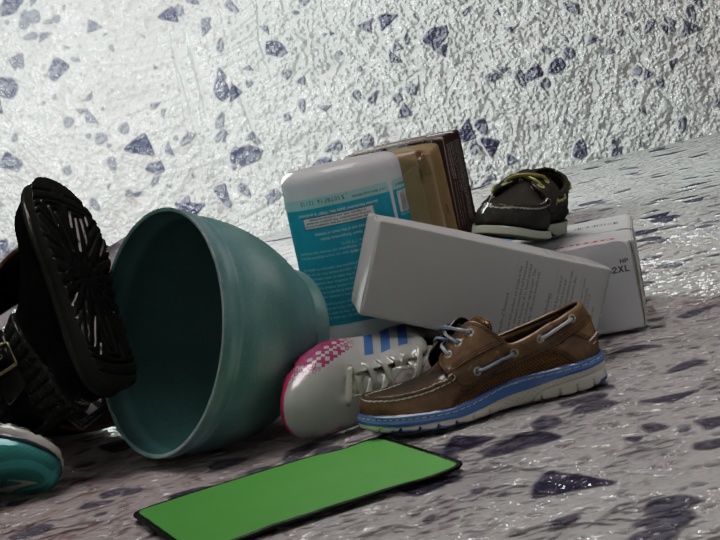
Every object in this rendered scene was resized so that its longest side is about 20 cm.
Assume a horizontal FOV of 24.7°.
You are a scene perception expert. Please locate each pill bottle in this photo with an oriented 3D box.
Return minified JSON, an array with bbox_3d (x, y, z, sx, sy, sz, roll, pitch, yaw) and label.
[{"bbox_3d":[0.000,0.000,1.483,0.110,0.201,0.111,-12,5,1],"label":"pill bottle"}]

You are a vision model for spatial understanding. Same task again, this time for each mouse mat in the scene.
[{"bbox_3d":[-0.046,0.150,1.125,0.199,0.008,0.161,-14,6,-20],"label":"mouse mat"}]

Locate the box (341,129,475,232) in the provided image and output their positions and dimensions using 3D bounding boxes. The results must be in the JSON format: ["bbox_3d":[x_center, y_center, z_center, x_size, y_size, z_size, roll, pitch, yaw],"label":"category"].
[{"bbox_3d":[0.079,-0.120,2.565,0.165,0.165,0.200,-11,6,12],"label":"box"}]

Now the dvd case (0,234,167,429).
[{"bbox_3d":[-0.226,0.050,1.469,0.148,0.016,0.200,31,46,26],"label":"dvd case"}]

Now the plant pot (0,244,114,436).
[{"bbox_3d":[-0.314,0.084,1.587,0.186,0.188,0.200,-17,-6,-38],"label":"plant pot"}]

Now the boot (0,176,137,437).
[{"bbox_3d":[-0.283,0.043,1.366,0.157,0.212,0.079,-30,-26,24],"label":"boot"}]

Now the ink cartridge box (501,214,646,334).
[{"bbox_3d":[0.192,0.010,1.546,0.144,0.084,0.200,-11,6,10],"label":"ink cartridge box"}]

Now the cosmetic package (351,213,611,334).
[{"bbox_3d":[0.098,0.012,1.384,0.199,0.085,0.108,11,4,-4],"label":"cosmetic package"}]

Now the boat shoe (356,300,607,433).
[{"bbox_3d":[0.087,0.071,1.256,0.199,0.073,0.072,-14,6,-15],"label":"boat shoe"}]

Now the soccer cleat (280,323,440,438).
[{"bbox_3d":[0.016,0.082,1.321,0.086,0.070,0.200,-3,12,35],"label":"soccer cleat"}]

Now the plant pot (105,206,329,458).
[{"bbox_3d":[-0.110,0.054,1.357,0.134,0.202,0.200,5,-6,-36],"label":"plant pot"}]

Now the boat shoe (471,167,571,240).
[{"bbox_3d":[0.146,-0.062,1.480,0.071,0.061,0.201,8,7,16],"label":"boat shoe"}]

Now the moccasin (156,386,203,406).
[{"bbox_3d":[-0.110,0.087,1.486,0.201,0.078,0.073,-17,9,-34],"label":"moccasin"}]

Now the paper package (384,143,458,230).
[{"bbox_3d":[0.046,-0.028,1.677,0.103,0.192,0.200,-13,6,6],"label":"paper package"}]

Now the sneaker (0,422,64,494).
[{"bbox_3d":[-0.334,0.171,1.298,0.199,0.078,0.080,-4,43,-9],"label":"sneaker"}]
